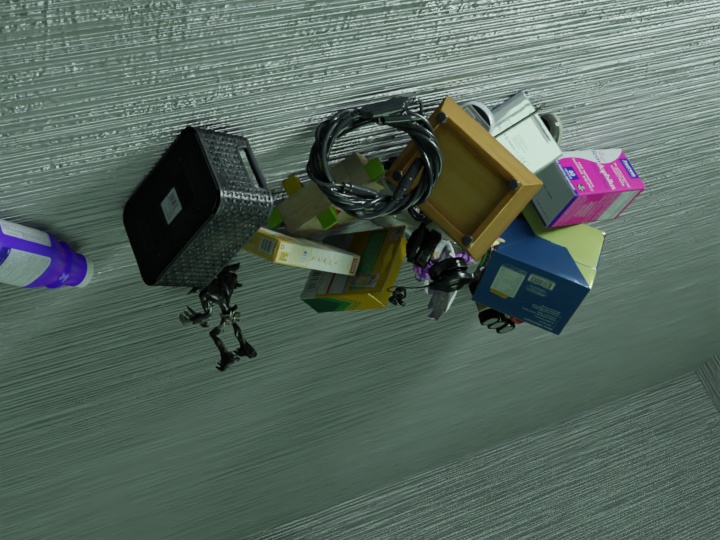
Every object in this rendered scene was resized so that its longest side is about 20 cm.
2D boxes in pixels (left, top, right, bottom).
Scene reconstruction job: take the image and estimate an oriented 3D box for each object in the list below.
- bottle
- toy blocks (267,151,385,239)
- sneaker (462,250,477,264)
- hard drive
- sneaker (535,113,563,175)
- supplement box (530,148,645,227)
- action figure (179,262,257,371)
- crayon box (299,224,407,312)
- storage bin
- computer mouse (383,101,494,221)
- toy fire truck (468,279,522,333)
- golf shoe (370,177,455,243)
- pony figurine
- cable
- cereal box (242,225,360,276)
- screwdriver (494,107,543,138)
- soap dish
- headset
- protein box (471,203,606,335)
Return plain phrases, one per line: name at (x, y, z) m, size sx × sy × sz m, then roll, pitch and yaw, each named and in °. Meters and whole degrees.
bottle at (-0.448, -0.017, 1.281) m, size 0.083 × 0.066 × 0.199 m, roll -34°, pitch 154°, yaw 21°
toy blocks at (-0.035, -0.111, 1.481) m, size 0.199 × 0.101 × 0.136 m, roll -33°, pitch 166°, yaw 15°
sneaker at (0.228, -0.075, 1.800) m, size 0.099 × 0.076 × 0.200 m, roll -27°, pitch 156°, yaw 6°
hard drive at (0.214, -0.185, 1.551) m, size 0.199 × 0.025 × 0.132 m, roll -33°, pitch 118°, yaw 16°
sneaker at (0.248, -0.189, 1.597) m, size 0.105 × 0.076 × 0.200 m, roll -2°, pitch 147°, yaw -40°
supplement box at (0.423, -0.158, 1.794) m, size 0.198 × 0.102 × 0.104 m, roll -8°, pitch 150°, yaw -35°
action figure at (-0.242, 0.062, 1.572) m, size 0.101 × 0.203 × 0.119 m, roll 2°, pitch -155°, yaw 39°
crayon box at (0.000, 0.000, 1.565) m, size 0.198 × 0.127 × 0.051 m, roll -6°, pitch 144°, yaw 47°
storage bin at (-0.224, -0.081, 1.282) m, size 0.093 × 0.136 × 0.200 m, roll 3°, pitch 143°, yaw -46°
computer mouse at (0.131, -0.181, 1.493) m, size 0.200 × 0.110 × 0.044 m, roll -41°, pitch 173°, yaw 13°
toy fire truck at (0.359, 0.037, 2.123) m, size 0.198 × 0.130 × 0.176 m, roll -24°, pitch 158°, yaw 21°
golf shoe at (0.112, -0.102, 1.551) m, size 0.197 × 0.076 × 0.093 m, roll 11°, pitch 116°, yaw -1°
pony figurine at (0.134, -0.036, 1.672) m, size 0.198 × 0.167 × 0.194 m, roll 27°, pitch 110°, yaw -19°
cable at (0.018, -0.155, 1.361) m, size 0.197 × 0.165 × 0.051 m, roll -18°, pitch -161°, yaw -13°
cereal box at (-0.113, -0.036, 1.485) m, size 0.199 × 0.143 × 0.040 m, roll 12°, pitch 97°, yaw -52°
screwdriver at (0.205, -0.203, 1.509) m, size 0.198 × 0.028 × 0.029 m, roll -29°, pitch 150°, yaw 12°
soap dish at (0.149, -0.136, 1.421) m, size 0.158 × 0.200 × 0.081 m, roll -50°, pitch 170°, yaw 18°
headset at (0.120, -0.018, 1.476) m, size 0.200 × 0.124 × 0.094 m, roll -41°, pitch 172°, yaw -13°
protein box at (0.346, -0.005, 1.865) m, size 0.196 × 0.136 × 0.201 m, roll 21°, pitch 151°, yaw 4°
